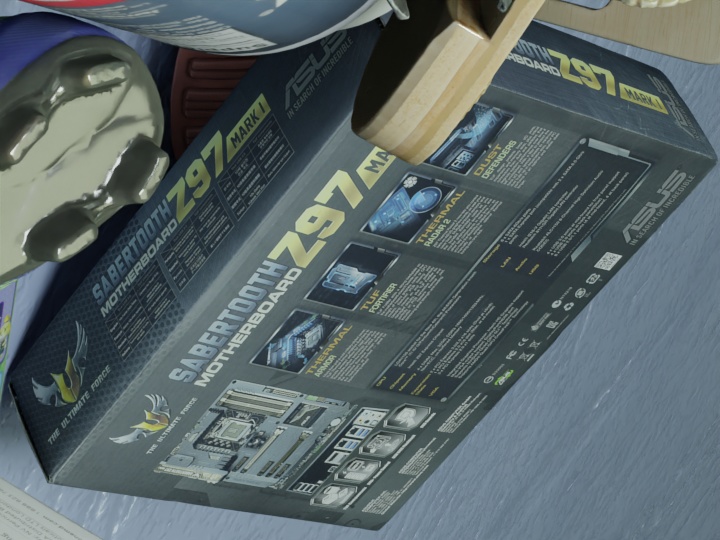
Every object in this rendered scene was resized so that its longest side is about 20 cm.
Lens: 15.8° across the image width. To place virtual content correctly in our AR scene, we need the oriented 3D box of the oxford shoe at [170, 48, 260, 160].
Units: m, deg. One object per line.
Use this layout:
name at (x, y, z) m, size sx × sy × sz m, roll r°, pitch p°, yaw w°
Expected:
oxford shoe at (-0.024, -0.060, 0.929) m, size 0.200 × 0.070 × 0.074 m, roll 74°, pitch 20°, yaw -64°

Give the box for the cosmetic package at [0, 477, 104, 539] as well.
cosmetic package at (-0.157, 0.128, 0.678) m, size 0.200 × 0.085 × 0.108 m, roll -30°, pitch 145°, yaw -61°

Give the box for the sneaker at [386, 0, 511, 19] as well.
sneaker at (0.029, -0.169, 0.625) m, size 0.104 × 0.060 × 0.201 m, roll 59°, pitch 37°, yaw -51°

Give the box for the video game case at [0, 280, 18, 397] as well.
video game case at (-0.168, 0.076, 0.745) m, size 0.200 × 0.022 × 0.183 m, roll -41°, pitch 152°, yaw -49°

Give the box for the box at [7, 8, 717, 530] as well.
box at (0.000, 0.000, 0.864) m, size 0.157 × 0.051 × 0.200 m, roll 12°, pitch 127°, yaw -43°

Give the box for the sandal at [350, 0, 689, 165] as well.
sandal at (0.077, -0.094, 0.658) m, size 0.212 × 0.069 × 0.078 m, roll -51°, pitch -160°, yaw 42°

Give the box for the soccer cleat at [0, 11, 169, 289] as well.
soccer cleat at (-0.138, -0.002, 0.649) m, size 0.200 × 0.084 × 0.065 m, roll -34°, pitch 122°, yaw -27°

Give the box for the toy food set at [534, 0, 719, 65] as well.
toy food set at (0.041, -0.106, 0.877) m, size 0.200 × 0.143 × 0.061 m, roll 2°, pitch 105°, yaw -71°

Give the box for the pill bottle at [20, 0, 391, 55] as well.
pill bottle at (-0.042, -0.119, 0.676) m, size 0.120 × 0.119 × 0.200 m, roll -66°, pitch 163°, yaw 7°
